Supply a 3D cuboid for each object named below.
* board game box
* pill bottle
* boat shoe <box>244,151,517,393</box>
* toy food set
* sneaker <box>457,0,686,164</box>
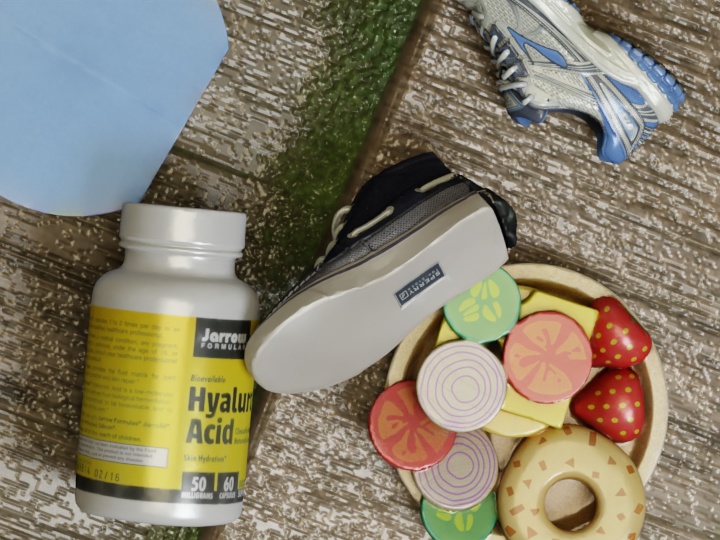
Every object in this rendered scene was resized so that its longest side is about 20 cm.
[{"bbox_3d":[-0.184,-0.136,1.654,0.157,0.039,0.201,30,92,-10],"label":"board game box"},{"bbox_3d":[-0.123,0.059,1.624,0.110,0.111,0.201,4,91,-4],"label":"pill bottle"},{"bbox_3d":[0.000,0.000,1.635,0.199,0.093,0.075,-30,129,-11],"label":"boat shoe"},{"bbox_3d":[0.108,0.095,1.672,0.197,0.049,0.201,17,91,-4],"label":"toy food set"},{"bbox_3d":[0.115,-0.141,1.654,0.199,0.077,0.085,34,93,-3],"label":"sneaker"}]
